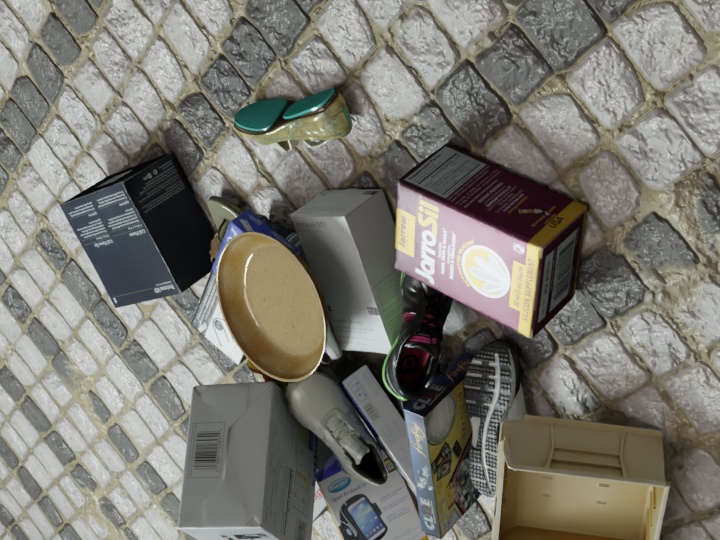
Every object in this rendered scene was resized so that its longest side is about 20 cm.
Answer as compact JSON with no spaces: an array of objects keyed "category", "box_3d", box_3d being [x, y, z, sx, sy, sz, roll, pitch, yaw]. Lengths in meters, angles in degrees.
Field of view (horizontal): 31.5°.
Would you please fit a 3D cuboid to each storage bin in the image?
[{"category":"storage bin","box_3d":[0.258,0.284,1.530,0.195,0.094,0.202,5,128,8]}]

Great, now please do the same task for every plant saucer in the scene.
[{"category":"plant saucer","box_3d":[-0.106,0.042,1.634,0.198,0.035,0.203,21,122,37]}]

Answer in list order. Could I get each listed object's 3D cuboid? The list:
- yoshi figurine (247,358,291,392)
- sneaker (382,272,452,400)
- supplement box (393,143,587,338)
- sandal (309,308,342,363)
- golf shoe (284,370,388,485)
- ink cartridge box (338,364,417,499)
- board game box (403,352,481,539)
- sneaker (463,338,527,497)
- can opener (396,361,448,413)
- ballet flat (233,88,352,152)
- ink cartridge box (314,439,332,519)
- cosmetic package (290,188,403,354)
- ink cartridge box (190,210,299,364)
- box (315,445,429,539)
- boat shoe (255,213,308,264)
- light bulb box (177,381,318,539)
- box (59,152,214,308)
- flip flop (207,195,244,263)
[{"category":"yoshi figurine","box_3d":[-0.099,0.149,1.828,0.111,0.113,0.201,-12,144,14]},{"category":"sneaker","box_3d":[0.081,0.067,1.572,0.084,0.075,0.203,-131,50,-70]},{"category":"supplement box","box_3d":[0.145,-0.037,1.452,0.198,0.103,0.132,27,135,30]},{"category":"sandal","box_3d":[-0.059,0.091,1.720,0.203,0.049,0.084,72,177,-73]},{"category":"golf shoe","box_3d":[-0.022,0.215,1.732,0.200,0.078,0.097,50,170,-32]},{"category":"ink cartridge box","box_3d":[0.044,0.226,1.763,0.201,0.044,0.094,56,173,3]},{"category":"board game box","box_3d":[0.119,0.228,1.655,0.034,0.135,0.203,16,129,36]},{"category":"sneaker","box_3d":[0.179,0.181,1.618,0.073,0.079,0.203,15,111,40]},{"category":"can opener","box_3d":[0.093,0.184,1.711,0.077,0.064,0.202,-12,133,3]},{"category":"ballet flat","box_3d":[-0.085,-0.182,1.611,0.198,0.070,0.072,-3,117,46]},{"category":"ink cartridge box","box_3d":[-0.099,0.274,1.953,0.200,0.083,0.146,46,141,9]},{"category":"cosmetic package","box_3d":[0.000,0.000,1.645,0.112,0.081,0.202,1,120,48]},{"category":"ink cartridge box","box_3d":[-0.160,0.025,1.740,0.094,0.044,0.201,37,129,14]},{"category":"box","box_3d":[0.014,0.339,1.861,0.203,0.118,0.041,68,170,-17]},{"category":"boat shoe","box_3d":[-0.126,0.016,1.801,0.090,0.071,0.203,32,130,25]},{"category":"light bulb box","box_3d":[-0.148,0.279,1.749,0.123,0.201,0.200,-3,155,16]},{"category":"box","box_3d":[-0.328,-0.057,1.917,0.198,0.104,0.184,-10,110,49]},{"category":"flip flop","box_3d":[-0.186,-0.015,1.841,0.080,0.057,0.203,21,132,33]}]
